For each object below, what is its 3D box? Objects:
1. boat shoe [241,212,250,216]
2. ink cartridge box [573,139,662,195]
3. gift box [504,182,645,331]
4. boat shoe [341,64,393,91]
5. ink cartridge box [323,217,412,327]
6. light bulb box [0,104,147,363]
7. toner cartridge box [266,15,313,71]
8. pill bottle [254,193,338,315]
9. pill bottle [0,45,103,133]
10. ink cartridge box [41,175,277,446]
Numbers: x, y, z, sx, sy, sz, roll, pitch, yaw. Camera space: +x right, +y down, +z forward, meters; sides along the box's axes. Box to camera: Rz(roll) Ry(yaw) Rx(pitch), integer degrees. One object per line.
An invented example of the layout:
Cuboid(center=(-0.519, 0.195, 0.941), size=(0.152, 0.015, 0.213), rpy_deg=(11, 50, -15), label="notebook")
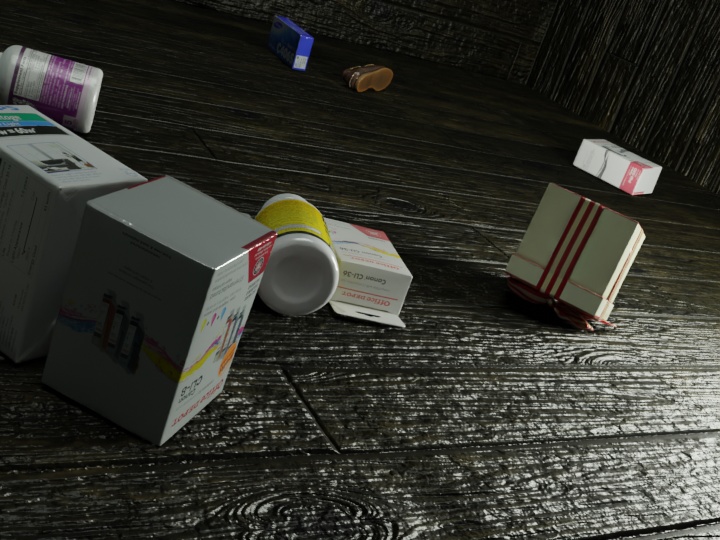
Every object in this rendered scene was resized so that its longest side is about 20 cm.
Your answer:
Cuboid(center=(-0.185, -0.027, 1.307), size=(0.069, 0.072, 0.201), rpy_deg=(11, 27, -13), label="boat shoe")
Cuboid(center=(0.716, -0.291, 2.704), size=(0.199, 0.086, 0.145), rpy_deg=(31, 24, 31), label="ink cartridge box")
Cuboid(center=(0.360, -0.011, 1.594), size=(0.183, 0.188, 0.200), rpy_deg=(28, 3, 26), label="gift box")
Cuboid(center=(0.020, -0.546, 2.716), size=(0.070, 0.071, 0.199), rpy_deg=(33, 25, 21), label="boat shoe")
Cuboid(center=(0.000, 0.000, 1.397), size=(0.115, 0.068, 0.200), rpy_deg=(12, 23, -21), label="ink cartridge box")
Cuboid(center=(-0.355, -0.046, 1.017), size=(0.199, 0.200, 0.124), rpy_deg=(31, 22, 24), label="light bulb box")
Cuboid(center=(-0.198, -0.636, 2.709), size=(0.043, 0.096, 0.200), rpy_deg=(6, 25, -31), label="toner cartridge box")
Cuboid(center=(-0.094, -0.031, 1.327), size=(0.111, 0.114, 0.200), rpy_deg=(14, 23, -15), label="pill bottle")
Cuboid(center=(-0.533, -0.304, 1.596), size=(0.198, 0.113, 0.113), rpy_deg=(14, 22, -16), label="pill bottle")
Cuboid(center=(-0.198, 0.036, 0.960), size=(0.143, 0.202, 0.145), rpy_deg=(26, 23, 10), label="ink cartridge box")
